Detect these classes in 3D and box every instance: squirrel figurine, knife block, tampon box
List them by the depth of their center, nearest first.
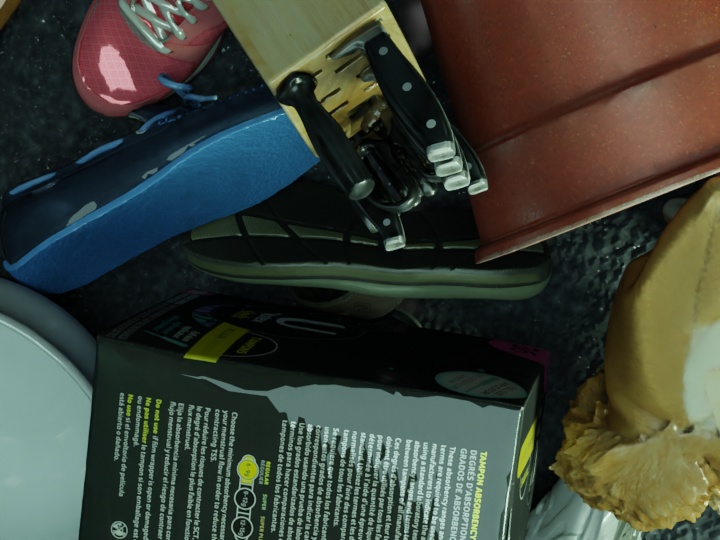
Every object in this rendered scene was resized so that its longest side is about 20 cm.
[{"bbox_3d":[-0.022,-0.110,0.743,0.064,0.176,0.200,-33,105,0],"label":"knife block"},{"bbox_3d":[-0.017,0.094,0.810,0.199,0.150,0.127,8,99,9],"label":"tampon box"},{"bbox_3d":[0.173,0.030,0.824,0.141,0.187,0.200,33,115,-5],"label":"squirrel figurine"}]

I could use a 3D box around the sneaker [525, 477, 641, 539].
[{"bbox_3d":[0.091,0.167,0.914,0.099,0.078,0.201,21,92,25],"label":"sneaker"}]

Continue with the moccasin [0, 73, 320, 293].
[{"bbox_3d":[-0.105,-0.062,0.876,0.199,0.081,0.068,-24,59,-1],"label":"moccasin"}]

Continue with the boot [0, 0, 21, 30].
[{"bbox_3d":[-0.281,-0.147,0.896,0.188,0.068,0.201,28,102,0],"label":"boot"}]

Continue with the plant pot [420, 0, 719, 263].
[{"bbox_3d":[0.114,-0.131,0.804,0.200,0.201,0.196,-21,90,10],"label":"plant pot"}]

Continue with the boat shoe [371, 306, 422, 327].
[{"bbox_3d":[-0.024,0.114,0.923,0.073,0.063,0.202,27,104,-2],"label":"boat shoe"}]

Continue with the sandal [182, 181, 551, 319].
[{"bbox_3d":[0.001,0.001,0.892,0.200,0.080,0.058,8,127,6],"label":"sandal"}]

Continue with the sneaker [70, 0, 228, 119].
[{"bbox_3d":[-0.086,-0.159,0.863,0.074,0.087,0.200,45,102,-2],"label":"sneaker"}]

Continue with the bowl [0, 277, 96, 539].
[{"bbox_3d":[-0.203,0.075,0.904,0.200,0.090,0.202,8,123,12],"label":"bowl"}]
